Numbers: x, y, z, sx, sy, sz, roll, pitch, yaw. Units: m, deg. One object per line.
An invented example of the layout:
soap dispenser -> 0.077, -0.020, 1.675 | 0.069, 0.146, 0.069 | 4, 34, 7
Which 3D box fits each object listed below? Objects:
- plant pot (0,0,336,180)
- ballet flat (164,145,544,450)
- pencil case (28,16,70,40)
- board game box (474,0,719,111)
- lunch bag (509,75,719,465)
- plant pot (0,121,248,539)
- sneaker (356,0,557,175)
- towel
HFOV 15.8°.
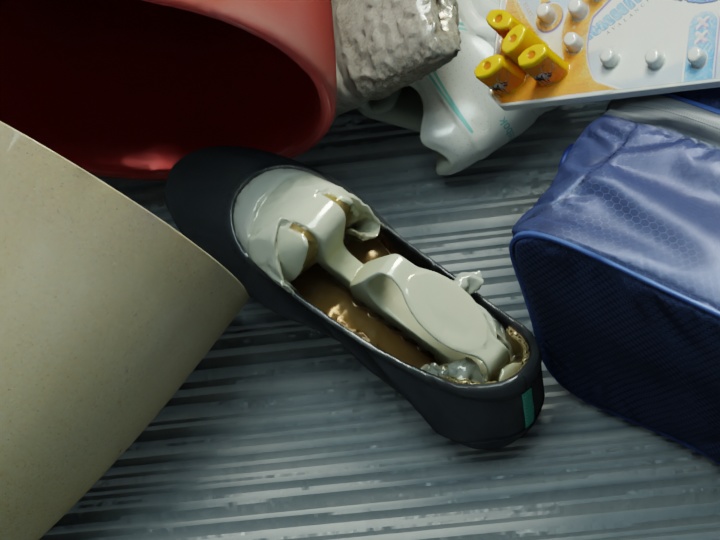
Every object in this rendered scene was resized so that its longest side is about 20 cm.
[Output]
plant pot -> -0.099, -0.159, 1.160 | 0.199, 0.201, 0.179 | 0, 69, 13
ballet flat -> 0.000, 0.000, 1.131 | 0.200, 0.073, 0.073 | 38, 70, 10
pencil case -> -0.200, -0.142, 1.305 | 0.200, 0.084, 0.086 | 52, 120, 34
board game box -> 0.145, -0.172, 1.075 | 0.199, 0.026, 0.201 | -5, 69, 34
lunch bag -> 0.166, -0.004, 1.090 | 0.199, 0.136, 0.133 | 26, 65, 28
plant pot -> -0.178, 0.050, 1.126 | 0.187, 0.187, 0.201 | 26, 81, 27
sneaker -> 0.011, -0.124, 1.247 | 0.080, 0.070, 0.200 | -42, 55, -4
towel -> -0.013, -0.168, 1.220 | 0.132, 0.034, 0.201 | -25, 63, 42
